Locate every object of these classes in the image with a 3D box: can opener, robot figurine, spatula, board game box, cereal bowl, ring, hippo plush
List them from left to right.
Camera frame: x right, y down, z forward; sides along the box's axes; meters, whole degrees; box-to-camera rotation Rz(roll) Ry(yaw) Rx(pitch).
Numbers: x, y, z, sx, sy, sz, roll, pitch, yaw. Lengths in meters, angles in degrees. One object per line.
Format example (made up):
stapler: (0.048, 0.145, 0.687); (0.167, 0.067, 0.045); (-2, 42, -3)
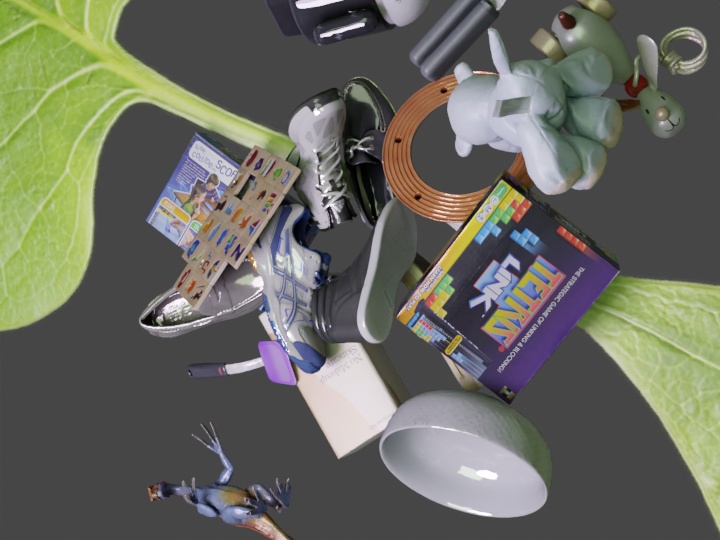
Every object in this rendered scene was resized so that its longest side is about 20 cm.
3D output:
board game box: (-0.160, -0.063, 1.612); (0.199, 0.034, 0.136); (37, 104, 15)
spatula: (-0.153, 0.120, 1.590); (0.198, 0.020, 0.057); (-9, 104, 40)
robot figurine: (-0.013, -0.338, 1.502); (0.198, 0.125, 0.152); (-8, 89, 21)
ring: (0.122, -0.142, 1.478); (0.198, 0.019, 0.203); (-7, 63, 15)
cereal bowl: (0.126, 0.196, 1.452); (0.198, 0.201, 0.084); (8, 56, 20)
can opener: (0.130, -0.310, 1.484); (0.200, 0.066, 0.053); (-48, 53, 20)
board game box: (0.161, 0.020, 1.412); (0.165, 0.057, 0.201); (36, 109, -1)
hippo plush: (0.166, -0.154, 1.369); (0.160, 0.198, 0.162); (-8, 84, 54)

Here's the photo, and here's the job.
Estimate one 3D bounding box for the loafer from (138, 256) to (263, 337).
loafer: (-0.182, 0.032, 1.568); (0.198, 0.070, 0.071); (-27, 81, 18)

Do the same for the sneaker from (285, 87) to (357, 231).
sneaker: (-0.031, -0.120, 1.489); (0.075, 0.201, 0.116); (-25, 71, -20)

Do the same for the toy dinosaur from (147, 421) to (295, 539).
toy dinosaur: (-0.180, 0.301, 1.608); (0.180, 0.105, 0.202); (-18, 98, 40)

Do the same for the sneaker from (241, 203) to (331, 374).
sneaker: (-0.070, 0.017, 1.486); (0.087, 0.075, 0.202); (-22, 81, 9)

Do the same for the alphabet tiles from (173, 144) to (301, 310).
alphabet tiles: (-0.153, -0.051, 1.510); (0.008, 0.167, 0.201); (33, 90, -27)

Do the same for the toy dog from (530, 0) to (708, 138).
toy dog: (0.278, -0.235, 1.412); (0.198, 0.096, 0.133); (26, 101, 18)

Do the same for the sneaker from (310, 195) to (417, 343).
sneaker: (0.000, 0.000, 1.456); (0.098, 0.071, 0.202); (-12, 46, 37)

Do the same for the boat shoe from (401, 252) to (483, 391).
boat shoe: (0.087, 0.055, 1.507); (0.065, 0.072, 0.201); (-41, 84, 15)

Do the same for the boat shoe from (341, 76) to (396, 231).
boat shoe: (0.014, -0.138, 1.531); (0.072, 0.063, 0.203); (-14, 87, 20)

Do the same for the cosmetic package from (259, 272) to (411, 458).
cosmetic package: (-0.026, 0.113, 1.549); (0.105, 0.071, 0.201); (-35, 80, 17)

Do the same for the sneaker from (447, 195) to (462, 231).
sneaker: (0.164, -0.019, 1.478); (0.199, 0.075, 0.082); (33, 111, 17)
